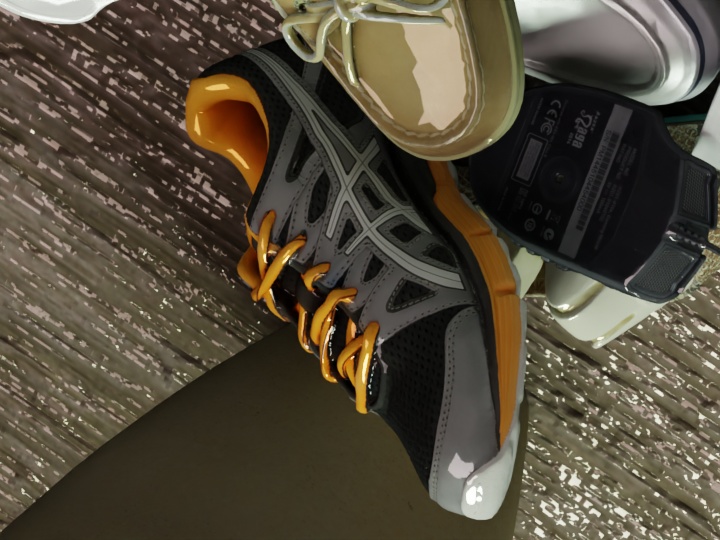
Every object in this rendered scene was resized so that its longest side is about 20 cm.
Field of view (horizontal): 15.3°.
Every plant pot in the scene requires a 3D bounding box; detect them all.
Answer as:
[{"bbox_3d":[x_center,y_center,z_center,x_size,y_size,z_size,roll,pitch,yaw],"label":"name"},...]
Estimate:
[{"bbox_3d":[-0.022,0.103,0.979,0.186,0.200,0.188,19,136,19],"label":"plant pot"}]

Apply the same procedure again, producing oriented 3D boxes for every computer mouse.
[{"bbox_3d":[0.115,-0.006,0.823,0.199,0.034,0.059,29,99,34],"label":"computer mouse"}]

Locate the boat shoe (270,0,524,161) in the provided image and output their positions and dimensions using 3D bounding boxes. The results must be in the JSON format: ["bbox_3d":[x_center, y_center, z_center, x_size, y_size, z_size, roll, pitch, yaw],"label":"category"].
[{"bbox_3d":[-0.015,-0.119,0.795,0.073,0.063,0.202,-16,104,28],"label":"boat shoe"}]

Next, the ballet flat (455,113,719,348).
[{"bbox_3d":[0.058,-0.006,0.917,0.199,0.076,0.068,-3,138,37],"label":"ballet flat"}]

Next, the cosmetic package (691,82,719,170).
[{"bbox_3d":[0.179,-0.041,0.753,0.150,0.052,0.200,33,168,8],"label":"cosmetic package"}]

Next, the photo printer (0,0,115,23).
[{"bbox_3d":[-0.122,-0.178,0.779,0.069,0.167,0.200,-27,131,16],"label":"photo printer"}]

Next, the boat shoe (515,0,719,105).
[{"bbox_3d":[0.020,-0.098,0.866,0.199,0.067,0.074,27,139,12],"label":"boat shoe"}]

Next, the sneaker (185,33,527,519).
[{"bbox_3d":[0.000,0.000,0.861,0.077,0.201,0.079,-8,138,-16],"label":"sneaker"}]
